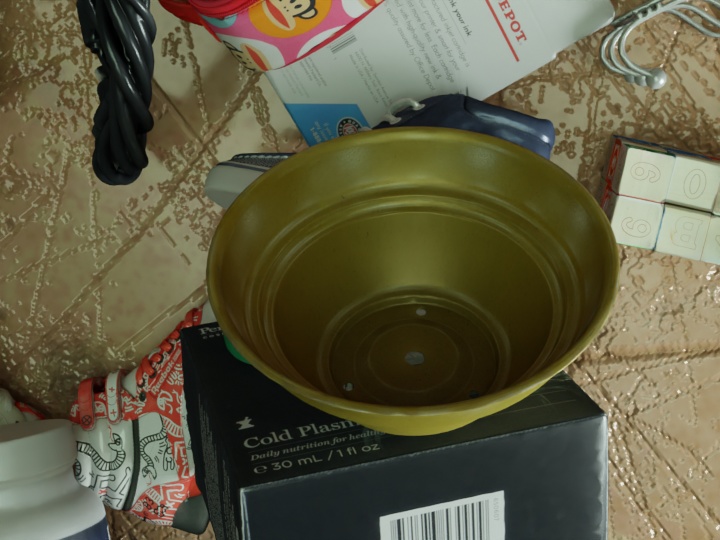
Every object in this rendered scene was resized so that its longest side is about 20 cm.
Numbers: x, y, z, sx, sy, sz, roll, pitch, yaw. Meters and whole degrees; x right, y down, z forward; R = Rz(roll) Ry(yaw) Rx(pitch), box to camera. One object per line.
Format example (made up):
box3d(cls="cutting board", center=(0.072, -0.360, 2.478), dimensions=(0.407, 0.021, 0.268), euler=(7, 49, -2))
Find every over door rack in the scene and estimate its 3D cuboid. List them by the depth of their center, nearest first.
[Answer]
box3d(cls="over door rack", center=(0.232, -0.173, 0.702), dimensions=(0.200, 0.148, 0.067), euler=(-39, 93, 11))

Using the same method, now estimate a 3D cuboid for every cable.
box3d(cls="cable", center=(-0.147, -0.132, 0.714), dimensions=(0.050, 0.200, 0.164), euler=(-3, 91, -13))

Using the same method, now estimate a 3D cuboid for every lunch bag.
box3d(cls="lunch bag", center=(-0.050, -0.212, 0.702), dimensions=(0.176, 0.201, 0.082), euler=(-33, 140, 12))

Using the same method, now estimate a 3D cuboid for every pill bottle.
box3d(cls="pill bottle", center=(-0.210, 0.200, 0.768), dimensions=(0.115, 0.116, 0.201), euler=(-10, 92, 6))

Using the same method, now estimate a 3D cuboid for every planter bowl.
box3d(cls="planter bowl", center=(0.027, 0.020, 0.620), dimensions=(0.199, 0.201, 0.084), euler=(-1, 134, 4))

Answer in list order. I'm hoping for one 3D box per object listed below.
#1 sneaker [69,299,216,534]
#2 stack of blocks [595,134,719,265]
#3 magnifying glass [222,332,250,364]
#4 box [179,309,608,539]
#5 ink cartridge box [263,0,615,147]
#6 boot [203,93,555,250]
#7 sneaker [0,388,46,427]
box3d(cls="sneaker", center=(-0.132, 0.072, 0.816), dimensions=(0.107, 0.067, 0.203), euler=(15, 104, -1))
box3d(cls="stack of blocks", center=(0.249, -0.030, 0.744), dimensions=(0.199, 0.115, 0.059), euler=(12, 101, 3))
box3d(cls="magnifying glass", center=(0.000, 0.000, 0.748), dimensions=(0.079, 0.200, 0.023), euler=(23, 131, 40))
box3d(cls="box", center=(0.011, 0.108, 0.712), dimensions=(0.199, 0.197, 0.125), euler=(-10, 112, -14))
box3d(cls="ink cartridge box", center=(0.039, -0.157, 0.750), dimensions=(0.199, 0.067, 0.116), euler=(-28, 111, 9))
box3d(cls="boot", center=(0.013, -0.061, 0.725), dimensions=(0.199, 0.073, 0.091), euler=(12, 75, 8))
box3d(cls="sneaker", center=(-0.265, 0.087, 0.838), dimensions=(0.093, 0.070, 0.201), euler=(-10, 98, -12))
